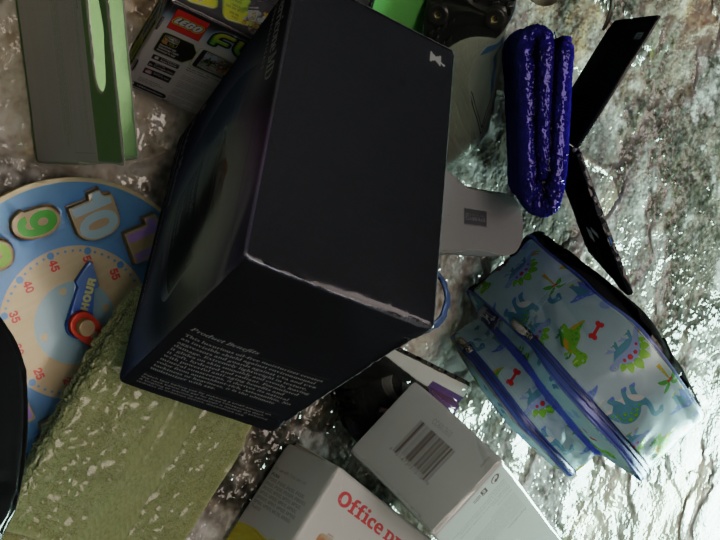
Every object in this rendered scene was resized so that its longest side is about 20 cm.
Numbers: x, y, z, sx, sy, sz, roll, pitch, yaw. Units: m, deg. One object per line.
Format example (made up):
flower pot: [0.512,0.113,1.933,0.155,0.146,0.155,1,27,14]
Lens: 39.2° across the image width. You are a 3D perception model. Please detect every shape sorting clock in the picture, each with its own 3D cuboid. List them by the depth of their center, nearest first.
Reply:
shape sorting clock: [-0.196,0.037,0.699,0.198,0.039,0.203,-5,98,-35]

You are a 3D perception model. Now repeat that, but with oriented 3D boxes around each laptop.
laptop: [0.228,-0.106,0.888,0.102,0.177,0.202,-22,100,8]

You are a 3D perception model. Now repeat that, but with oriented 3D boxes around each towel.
towel: [-0.155,0.122,0.709,0.148,0.036,0.201,33,84,-38]
towel: [0.149,-0.128,0.845,0.049,0.200,0.150,-4,100,6]

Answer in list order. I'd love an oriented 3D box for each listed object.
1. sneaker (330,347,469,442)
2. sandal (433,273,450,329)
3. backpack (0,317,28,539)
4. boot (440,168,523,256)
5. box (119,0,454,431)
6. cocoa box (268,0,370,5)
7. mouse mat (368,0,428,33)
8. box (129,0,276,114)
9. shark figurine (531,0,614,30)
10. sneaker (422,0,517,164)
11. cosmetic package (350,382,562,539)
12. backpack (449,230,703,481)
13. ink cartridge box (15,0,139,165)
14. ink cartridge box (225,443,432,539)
sneaker: [0.007,0.099,0.835,0.199,0.075,0.088,29,84,-35]
sandal: [0.000,0.000,0.809,0.199,0.087,0.080,22,85,-34]
backpack: [-0.264,0.119,0.567,0.153,0.198,0.165,34,41,-45]
boot: [0.043,-0.043,0.810,0.199,0.095,0.075,15,77,-51]
box: [-0.047,-0.035,0.633,0.122,0.198,0.202,22,56,-24]
cocoa box: [-0.065,-0.272,0.698,0.200,0.133,0.132,43,72,-31]
mouse mat: [0.037,-0.197,0.761,0.007,0.201,0.162,29,64,8]
box: [-0.056,-0.131,0.711,0.198,0.110,0.035,21,61,-23]
shark figurine: [0.153,-0.285,0.877,0.213,0.089,0.129,-12,130,-36]
sneaker: [0.085,-0.182,0.821,0.073,0.071,0.202,-67,171,-48]
cosmetic package: [0.087,0.193,0.840,0.081,0.113,0.200,-44,136,-8]
backpack: [0.188,0.090,0.885,0.147,0.200,0.183,-44,122,0]
ink cartridge box: [-0.160,-0.137,0.605,0.047,0.199,0.148,-10,101,-32]
ink cartridge box: [-0.046,0.264,0.808,0.145,0.083,0.201,43,71,-31]
